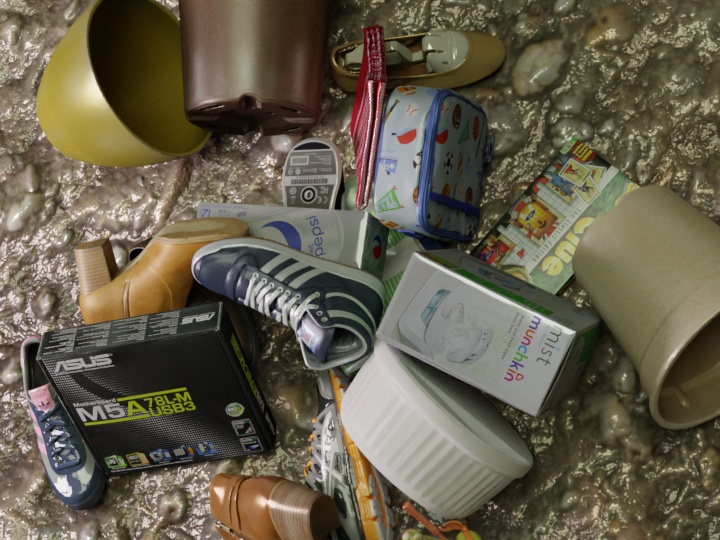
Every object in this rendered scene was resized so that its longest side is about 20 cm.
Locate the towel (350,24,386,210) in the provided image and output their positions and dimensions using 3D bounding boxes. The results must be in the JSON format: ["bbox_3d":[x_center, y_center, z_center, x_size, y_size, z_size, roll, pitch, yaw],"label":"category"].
[{"bbox_3d":[0.007,-0.165,1.714,0.022,0.200,0.145,6,115,-4],"label":"towel"}]

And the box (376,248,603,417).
[{"bbox_3d":[0.132,0.059,1.602,0.176,0.200,0.097,26,98,14],"label":"box"}]

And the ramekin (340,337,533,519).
[{"bbox_3d":[0.068,0.159,1.612,0.094,0.202,0.202,-49,67,9],"label":"ramekin"}]

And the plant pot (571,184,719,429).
[{"bbox_3d":[0.313,0.022,1.605,0.200,0.200,0.184,-39,55,0],"label":"plant pot"}]

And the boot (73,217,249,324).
[{"bbox_3d":[-0.197,0.028,1.701,0.201,0.071,0.144,-10,107,13],"label":"boot"}]

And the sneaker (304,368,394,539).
[{"bbox_3d":[-0.024,0.196,1.687,0.077,0.078,0.200,-19,67,18],"label":"sneaker"}]

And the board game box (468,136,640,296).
[{"bbox_3d":[0.202,-0.038,1.730,0.105,0.023,0.200,40,86,20],"label":"board game box"}]

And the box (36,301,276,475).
[{"bbox_3d":[-0.209,0.127,1.696,0.200,0.193,0.048,-9,44,11],"label":"box"}]

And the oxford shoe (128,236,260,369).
[{"bbox_3d":[-0.186,0.041,1.765,0.200,0.084,0.073,45,129,26],"label":"oxford shoe"}]

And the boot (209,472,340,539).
[{"bbox_3d":[-0.081,0.301,1.665,0.155,0.074,0.200,6,107,42],"label":"boot"}]

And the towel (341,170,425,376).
[{"bbox_3d":[0.000,0.000,1.770,0.152,0.023,0.200,-32,68,4],"label":"towel"}]

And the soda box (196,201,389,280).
[{"bbox_3d":[-0.075,-0.031,1.714,0.200,0.068,0.064,5,80,22],"label":"soda box"}]

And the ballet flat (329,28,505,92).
[{"bbox_3d":[0.060,-0.235,1.809,0.200,0.063,0.069,-8,68,12],"label":"ballet flat"}]

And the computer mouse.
[{"bbox_3d":[-0.048,-0.045,1.768,0.109,0.044,0.200,1,78,22],"label":"computer mouse"}]

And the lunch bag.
[{"bbox_3d":[0.078,-0.103,1.689,0.075,0.200,0.161,5,87,22],"label":"lunch bag"}]

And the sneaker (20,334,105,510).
[{"bbox_3d":[-0.335,0.164,1.773,0.070,0.082,0.200,-22,68,7],"label":"sneaker"}]

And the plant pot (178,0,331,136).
[{"bbox_3d":[-0.118,-0.262,1.807,0.200,0.200,0.199,-2,80,14],"label":"plant pot"}]

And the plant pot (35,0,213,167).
[{"bbox_3d":[-0.282,-0.197,1.837,0.142,0.200,0.200,-22,66,33],"label":"plant pot"}]

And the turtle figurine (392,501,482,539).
[{"bbox_3d":[0.059,0.295,1.595,0.161,0.200,0.064,-38,40,16],"label":"turtle figurine"}]

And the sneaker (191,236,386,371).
[{"bbox_3d":[-0.075,0.034,1.610,0.200,0.070,0.109,13,39,-3],"label":"sneaker"}]
